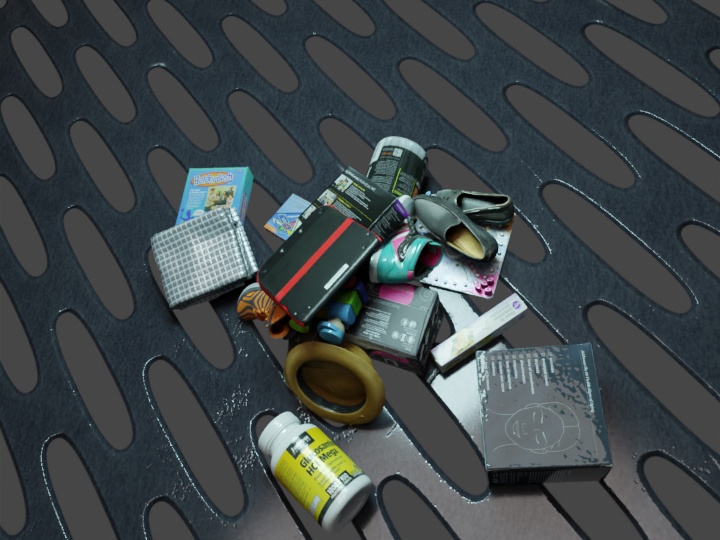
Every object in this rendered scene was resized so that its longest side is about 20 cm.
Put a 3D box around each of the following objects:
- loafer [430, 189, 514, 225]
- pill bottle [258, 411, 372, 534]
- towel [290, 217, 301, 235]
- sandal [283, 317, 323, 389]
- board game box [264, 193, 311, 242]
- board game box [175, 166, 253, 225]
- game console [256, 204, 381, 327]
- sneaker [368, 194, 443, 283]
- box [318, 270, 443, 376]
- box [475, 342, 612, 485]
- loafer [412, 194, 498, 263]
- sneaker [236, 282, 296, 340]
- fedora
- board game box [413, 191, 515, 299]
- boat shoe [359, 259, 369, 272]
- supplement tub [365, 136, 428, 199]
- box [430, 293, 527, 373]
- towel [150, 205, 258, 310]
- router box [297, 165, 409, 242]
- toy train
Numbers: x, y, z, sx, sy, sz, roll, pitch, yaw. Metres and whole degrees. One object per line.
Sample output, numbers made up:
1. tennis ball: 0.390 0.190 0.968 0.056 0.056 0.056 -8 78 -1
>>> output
1. loafer: 0.210 -0.136 1.317 0.195 0.063 0.073 4 65 14
2. pill bottle: -0.083 0.342 1.135 0.199 0.113 0.113 37 75 26
3. towel: -0.075 -0.049 1.299 0.197 0.023 0.155 -2 56 38
4. sandal: -0.102 0.136 1.287 0.079 0.054 0.205 6 79 23
5. board game box: -0.112 -0.090 1.397 0.198 0.020 0.103 30 72 38
6. board game box: -0.332 -0.137 1.480 0.148 0.045 0.204 1 64 13
7. game console: -0.077 -0.015 1.141 0.200 0.031 0.176 -47 49 -8
8. sneaker: 0.099 -0.056 1.210 0.118 0.084 0.203 9 55 21
9. box: 0.042 0.096 1.235 0.196 0.115 0.134 15 68 22
10. box: 0.298 0.241 1.095 0.192 0.125 0.204 -6 61 11
11. loafer: 0.176 -0.084 1.265 0.198 0.072 0.074 32 108 15
12. sneaker: -0.179 0.083 1.273 0.198 0.077 0.114 -25 44 37
13. fedora: -0.039 0.188 1.193 0.196 0.204 0.082 11 35 18
14. board game box: 0.196 -0.058 1.331 0.196 0.026 0.203 13 66 18
15. boat shoe: 0.000 0.000 1.320 0.197 0.072 0.073 -1 48 36
16. supplement tub: 0.061 -0.163 1.361 0.120 0.123 0.203 12 65 18
17. box: 0.222 0.117 1.226 0.198 0.042 0.039 -33 61 -6
18. towel: -0.328 -0.027 1.366 0.196 0.086 0.169 -23 79 9
19. router box: -0.018 -0.102 1.234 0.149 0.051 0.200 -45 38 -2
20. toy train: -0.095 0.058 1.167 0.196 0.085 0.117 10 55 24
